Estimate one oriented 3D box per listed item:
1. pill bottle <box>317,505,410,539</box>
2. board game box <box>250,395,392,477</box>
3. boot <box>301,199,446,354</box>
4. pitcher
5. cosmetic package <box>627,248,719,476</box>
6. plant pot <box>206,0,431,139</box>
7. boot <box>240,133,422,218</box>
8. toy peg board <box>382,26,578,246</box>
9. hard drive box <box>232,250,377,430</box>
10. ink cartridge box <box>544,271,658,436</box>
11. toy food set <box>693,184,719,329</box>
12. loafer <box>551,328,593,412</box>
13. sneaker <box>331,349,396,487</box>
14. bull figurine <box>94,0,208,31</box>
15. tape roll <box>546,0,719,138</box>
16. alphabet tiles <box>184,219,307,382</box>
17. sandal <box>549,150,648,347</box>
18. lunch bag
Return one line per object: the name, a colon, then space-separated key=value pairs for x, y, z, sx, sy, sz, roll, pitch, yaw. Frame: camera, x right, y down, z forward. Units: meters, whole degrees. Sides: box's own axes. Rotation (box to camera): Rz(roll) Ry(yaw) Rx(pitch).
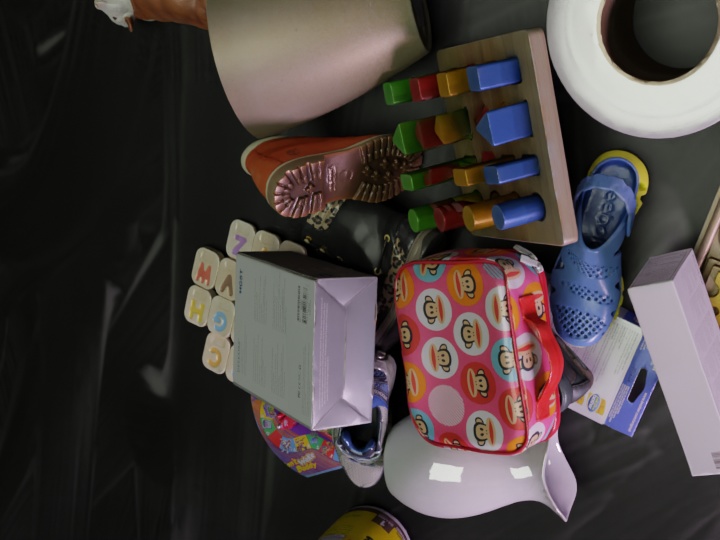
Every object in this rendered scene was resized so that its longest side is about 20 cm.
pill bottle: x=-0.022 y=0.365 z=1.275 sx=0.108 sy=0.200 sz=0.111 roll=8 pitch=108 yaw=24
board game box: x=-0.058 y=0.176 z=1.331 sx=0.198 sy=0.039 sz=0.160 roll=-20 pitch=94 yaw=30
boot: x=0.000 y=0.000 z=1.237 sx=0.150 sy=0.073 sz=0.201 roll=37 pitch=127 yaw=19
pitcher: x=0.127 y=0.189 z=1.197 sx=0.198 sy=0.121 sz=0.174 roll=-2 pitch=105 yaw=23
cosmetic package: x=0.319 y=0.089 z=1.050 sx=0.050 sy=0.082 sz=0.202 roll=-13 pitch=104 yaw=36
plant pot: x=-0.032 y=-0.252 z=1.136 sx=0.198 sy=0.187 sz=0.190 roll=-11 pitch=99 yaw=16
boot: x=-0.030 y=-0.120 z=1.174 sx=0.107 sy=0.198 sz=0.076 roll=38 pitch=131 yaw=47
toy peg board: x=0.107 y=-0.120 z=1.072 sx=0.199 sy=0.097 sz=0.202 roll=-165 pitch=61 yaw=-69
hard drive box: x=-0.065 y=0.068 z=1.182 sx=0.199 sy=0.076 sz=0.158 roll=18 pitch=107 yaw=58
ink cartridge box: x=0.224 y=0.080 z=1.164 sx=0.199 sy=0.042 sz=0.121 roll=27 pitch=113 yaw=21
toy food set: x=0.388 y=0.004 z=1.048 sx=0.142 sy=0.060 sz=0.202 roll=24 pitch=114 yaw=19
loafer: x=0.163 y=0.062 z=1.141 sx=0.201 sy=0.062 sz=0.072 roll=53 pitch=142 yaw=23
sneaker: x=-0.002 y=0.186 z=1.240 sx=0.076 sy=0.086 sz=0.202 roll=5 pitch=129 yaw=7
bull figurine: x=-0.219 y=-0.327 z=1.249 sx=0.198 sy=0.066 sz=0.122 roll=11 pitch=142 yaw=16
tape roll: x=0.284 y=-0.230 z=0.991 sx=0.200 sy=0.139 sz=0.205 roll=8 pitch=108 yaw=25
alphabet tiles: x=-0.133 y=0.047 z=1.326 sx=0.199 sy=0.015 sz=0.198 roll=23 pitch=107 yaw=29
sandal: x=0.231 y=-0.022 z=1.085 sx=0.079 sy=0.087 sz=0.203 roll=11 pitch=97 yaw=19
lunch bag: x=0.124 y=0.079 z=1.075 sx=0.175 sy=0.081 sz=0.203 roll=-1 pitch=99 yaw=45
